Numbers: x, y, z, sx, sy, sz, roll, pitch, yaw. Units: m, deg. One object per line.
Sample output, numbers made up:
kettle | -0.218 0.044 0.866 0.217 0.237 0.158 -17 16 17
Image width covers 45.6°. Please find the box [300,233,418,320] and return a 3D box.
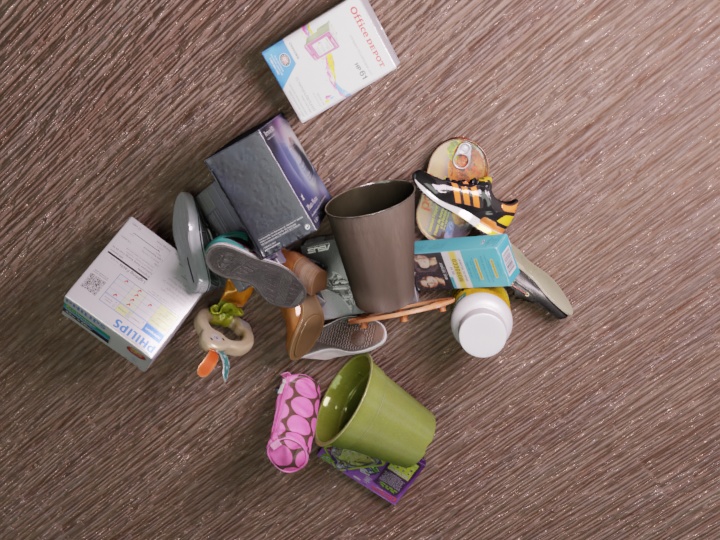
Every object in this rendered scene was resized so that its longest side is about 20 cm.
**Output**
box | 0.000 0.000 1.645 0.199 0.048 0.159 -11 107 10

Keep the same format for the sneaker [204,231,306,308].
sneaker | -0.194 -0.006 1.548 0.199 0.121 0.084 29 102 -23

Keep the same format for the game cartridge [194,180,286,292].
game cartridge | -0.236 -0.072 1.618 0.129 0.038 0.201 -32 87 37

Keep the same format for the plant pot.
plant pot | 0.039 0.294 1.681 0.189 0.200 0.200 32 109 -17

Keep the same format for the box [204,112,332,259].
box | -0.156 -0.157 1.529 0.123 0.200 0.199 -27 104 15

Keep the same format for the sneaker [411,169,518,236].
sneaker | 0.189 -0.141 1.533 0.199 0.070 0.090 31 104 -10

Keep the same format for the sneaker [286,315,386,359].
sneaker | -0.040 0.133 1.680 0.199 0.085 0.073 -8 78 14

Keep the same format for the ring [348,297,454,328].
ring | 0.075 0.078 1.559 0.199 0.200 0.019 -11 91 10

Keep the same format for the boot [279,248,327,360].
boot | -0.146 0.056 1.638 0.155 0.076 0.201 26 120 35

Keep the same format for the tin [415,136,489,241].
tin | 0.169 -0.148 1.584 0.111 0.042 0.201 14 110 -3

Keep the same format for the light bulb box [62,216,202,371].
light bulb box | -0.419 0.047 1.613 0.198 0.200 0.125 37 153 -6

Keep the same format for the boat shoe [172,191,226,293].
boat shoe | -0.300 -0.051 1.604 0.072 0.071 0.201 -30 68 47

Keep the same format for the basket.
basket | 0.032 -0.038 1.532 0.136 0.180 0.201 18 127 44

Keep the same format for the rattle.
rattle | -0.244 0.103 1.625 0.143 0.200 0.130 -40 100 17

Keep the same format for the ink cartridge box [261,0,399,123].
ink cartridge box | -0.050 -0.375 1.506 0.199 0.085 0.145 -28 103 13

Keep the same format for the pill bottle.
pill bottle | 0.220 0.081 1.568 0.112 0.200 0.114 2 109 5

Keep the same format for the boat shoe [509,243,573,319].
boat shoe | 0.314 0.024 1.609 0.201 0.074 0.063 40 117 -6

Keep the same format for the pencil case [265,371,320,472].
pencil case | -0.135 0.293 1.679 0.090 0.201 0.094 -23 121 17

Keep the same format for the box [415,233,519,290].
box | 0.182 -0.014 1.559 0.199 0.049 0.083 -4 119 39

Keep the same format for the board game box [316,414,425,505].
board game box | 0.022 0.391 1.785 0.199 0.032 0.120 34 105 -5
